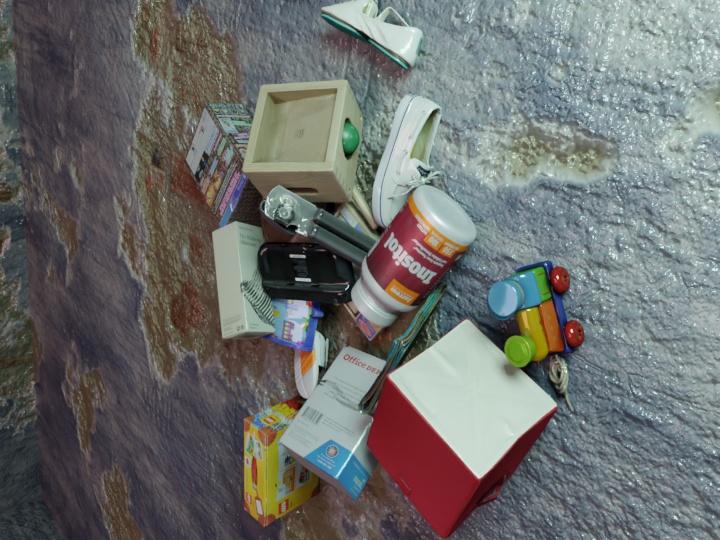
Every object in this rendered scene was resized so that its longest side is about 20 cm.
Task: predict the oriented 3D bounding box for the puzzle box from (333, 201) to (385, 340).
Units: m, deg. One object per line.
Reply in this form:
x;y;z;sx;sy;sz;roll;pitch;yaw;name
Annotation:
0.000;0.000;1.003;0.202;0.025;0.134;52;124;15;puzzle box

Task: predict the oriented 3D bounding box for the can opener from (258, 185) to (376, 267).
-0.068;-0.066;0.933;0.066;0.196;0.055;-19;46;62;can opener

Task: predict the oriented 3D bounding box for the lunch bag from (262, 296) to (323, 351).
-0.142;0.058;1.115;0.197;0.092;0.156;13;93;45;lunch bag

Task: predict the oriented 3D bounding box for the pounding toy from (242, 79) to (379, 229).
-0.065;-0.183;0.948;0.194;0.142;0.190;2;70;18;pounding toy

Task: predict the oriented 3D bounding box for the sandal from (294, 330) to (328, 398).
-0.091;0.140;1.138;0.079;0.058;0.213;-36;52;47;sandal

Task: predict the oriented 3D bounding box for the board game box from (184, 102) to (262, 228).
-0.261;-0.213;1.202;0.202;0.095;0.160;56;132;21;board game box

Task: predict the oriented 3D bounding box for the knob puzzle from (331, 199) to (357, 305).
-0.063;-0.034;1.086;0.216;0.030;0.227;13;108;44;knob puzzle

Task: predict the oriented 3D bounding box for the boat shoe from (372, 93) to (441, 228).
0.082;-0.154;0.887;0.085;0.074;0.208;28;109;35;boat shoe

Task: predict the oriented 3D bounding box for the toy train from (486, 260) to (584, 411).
0.228;0.098;0.752;0.083;0.114;0.206;-16;87;46;toy train

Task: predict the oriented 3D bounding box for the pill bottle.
0.072;-0.015;0.871;0.114;0.111;0.202;51;121;24;pill bottle

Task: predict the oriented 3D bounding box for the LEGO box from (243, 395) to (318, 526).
-0.159;0.384;1.192;0.076;0.147;0.207;17;110;41;LEGO box

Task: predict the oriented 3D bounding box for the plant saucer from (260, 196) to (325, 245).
-0.131;-0.118;1.061;0.197;0.034;0.207;-10;77;50;plant saucer

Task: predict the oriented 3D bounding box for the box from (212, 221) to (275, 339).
-0.216;0.021;1.082;0.067;0.081;0.207;-17;76;31;box

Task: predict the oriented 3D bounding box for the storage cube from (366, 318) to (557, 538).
0.130;0.214;0.809;0.200;0.168;0.183;45;145;27;storage cube

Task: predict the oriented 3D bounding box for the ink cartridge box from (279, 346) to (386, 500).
-0.017;0.247;0.978;0.143;0.202;0.085;14;148;42;ink cartridge box

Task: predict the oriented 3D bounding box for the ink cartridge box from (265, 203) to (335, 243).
-0.123;-0.119;1.108;0.198;0.038;0.102;-32;60;44;ink cartridge box

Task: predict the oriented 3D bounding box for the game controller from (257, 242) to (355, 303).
-0.097;0.003;1.020;0.195;0.042;0.108;3;108;30;game controller

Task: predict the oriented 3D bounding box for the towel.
0.066;0.111;0.870;0.021;0.200;0.149;32;123;9;towel

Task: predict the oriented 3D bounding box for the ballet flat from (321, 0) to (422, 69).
0.021;-0.381;0.907;0.199;0.068;0.071;40;125;28;ballet flat
